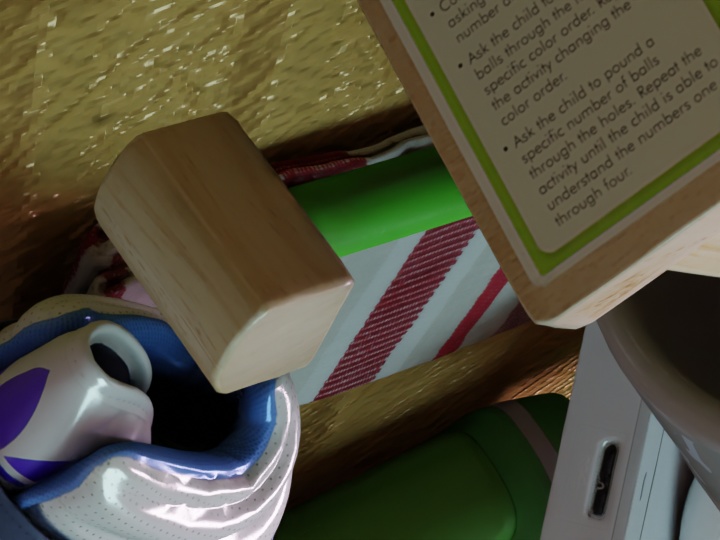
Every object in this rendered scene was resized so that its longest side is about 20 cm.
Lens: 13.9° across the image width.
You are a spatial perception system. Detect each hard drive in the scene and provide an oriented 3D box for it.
[{"bbox_3d":[0.096,0.068,0.915,0.027,0.132,0.200,11,178,18],"label":"hard drive"}]

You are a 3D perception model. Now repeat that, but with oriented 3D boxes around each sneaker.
[{"bbox_3d":[-0.110,0.051,0.662,0.200,0.081,0.147,-1,144,-30],"label":"sneaker"}]

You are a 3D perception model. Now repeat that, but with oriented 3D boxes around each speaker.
[{"bbox_3d":[-0.007,0.116,0.979,0.200,0.089,0.088,-26,161,-9],"label":"speaker"}]

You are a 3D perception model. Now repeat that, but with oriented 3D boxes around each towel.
[{"bbox_3d":[0.000,0.000,0.787,0.200,0.023,0.144,-19,159,-27],"label":"towel"}]

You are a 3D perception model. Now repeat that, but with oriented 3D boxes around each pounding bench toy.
[{"bbox_3d":[0.062,-0.050,0.574,0.200,0.124,0.156,-37,158,24],"label":"pounding bench toy"}]

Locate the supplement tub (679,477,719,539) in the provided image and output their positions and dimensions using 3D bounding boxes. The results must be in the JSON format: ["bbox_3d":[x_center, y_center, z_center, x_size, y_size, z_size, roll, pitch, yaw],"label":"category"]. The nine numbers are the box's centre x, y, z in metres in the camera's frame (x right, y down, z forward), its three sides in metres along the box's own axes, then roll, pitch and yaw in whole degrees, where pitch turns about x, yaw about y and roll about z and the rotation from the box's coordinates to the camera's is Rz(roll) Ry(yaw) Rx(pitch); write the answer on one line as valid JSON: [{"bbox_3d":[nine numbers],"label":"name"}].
[{"bbox_3d":[0.190,0.053,0.918,0.140,0.140,0.200,-43,-175,36],"label":"supplement tub"}]

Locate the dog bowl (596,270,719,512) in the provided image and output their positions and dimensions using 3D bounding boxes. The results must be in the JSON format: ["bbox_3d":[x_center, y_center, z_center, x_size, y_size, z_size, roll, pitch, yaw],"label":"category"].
[{"bbox_3d":[0.135,-0.026,0.660,0.200,0.200,0.059,-36,135,21],"label":"dog bowl"}]
